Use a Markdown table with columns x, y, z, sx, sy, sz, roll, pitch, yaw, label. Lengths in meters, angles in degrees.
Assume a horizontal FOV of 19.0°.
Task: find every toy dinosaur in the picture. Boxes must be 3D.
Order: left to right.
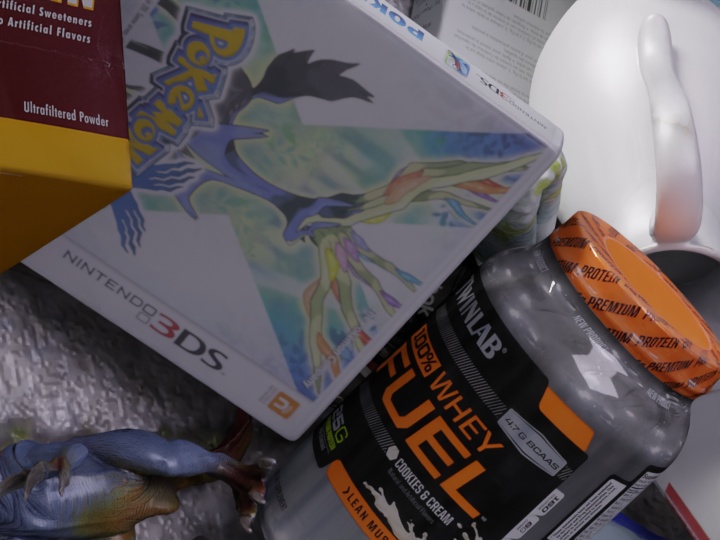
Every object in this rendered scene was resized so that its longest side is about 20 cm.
| x | y | z | sx | sy | sz | roll | pitch | yaw | label |
| --- | --- | --- | --- | --- | --- | --- | --- | --- | --- |
| -0.137 | 0.109 | 0.941 | 0.180 | 0.200 | 0.106 | 14 | 102 | -9 | toy dinosaur |

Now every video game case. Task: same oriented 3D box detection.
| x | y | z | sx | sy | sz | roll | pitch | yaw | label |
| --- | --- | --- | --- | --- | --- | --- | --- | --- | --- |
| -0.046 | -0.039 | 0.902 | 0.182 | 0.200 | 0.022 | 34 | 33 | -12 | video game case |

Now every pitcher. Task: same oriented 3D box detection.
| x | y | z | sx | sy | sz | roll | pitch | yaw | label |
| --- | --- | --- | --- | --- | --- | --- | --- | --- | --- |
| 0.146 | -0.065 | 1.067 | 0.120 | 0.172 | 0.201 | 0 | 52 | 1 | pitcher |

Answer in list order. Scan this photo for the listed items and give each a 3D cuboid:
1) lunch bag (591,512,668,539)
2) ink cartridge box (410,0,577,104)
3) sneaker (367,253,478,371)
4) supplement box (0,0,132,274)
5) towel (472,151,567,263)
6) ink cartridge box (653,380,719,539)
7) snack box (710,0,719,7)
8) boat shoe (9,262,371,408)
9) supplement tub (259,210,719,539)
| x | y | z | sx | sy | sz | roll | pitch | yaw | label |
| --- | --- | --- | --- | --- | --- | --- | --- | --- | --- |
| 0.116 | 0.223 | 1.046 | 0.200 | 0.128 | 0.170 | 49 | 53 | 7 | lunch bag |
| 0.110 | -0.069 | 1.186 | 0.199 | 0.043 | 0.174 | 25 | 62 | -25 | ink cartridge box |
| 0.000 | 0.000 | 1.044 | 0.200 | 0.098 | 0.071 | 36 | 65 | -21 | sneaker |
| -0.200 | -0.104 | 0.867 | 0.132 | 0.197 | 0.201 | 7 | 69 | -35 | supplement box |
| 0.019 | -0.072 | 1.003 | 0.171 | 0.200 | 0.048 | 34 | 84 | 9 | towel |
| 0.233 | 0.139 | 1.106 | 0.200 | 0.084 | 0.144 | 43 | 10 | -39 | ink cartridge box |
| 0.116 | -0.227 | 1.164 | 0.200 | 0.037 | 0.116 | 48 | 12 | 30 | snack box |
| -0.085 | 0.021 | 1.003 | 0.200 | 0.067 | 0.057 | 34 | 76 | -17 | boat shoe |
| 0.060 | 0.076 | 0.961 | 0.122 | 0.200 | 0.123 | 41 | 15 | -13 | supplement tub |
